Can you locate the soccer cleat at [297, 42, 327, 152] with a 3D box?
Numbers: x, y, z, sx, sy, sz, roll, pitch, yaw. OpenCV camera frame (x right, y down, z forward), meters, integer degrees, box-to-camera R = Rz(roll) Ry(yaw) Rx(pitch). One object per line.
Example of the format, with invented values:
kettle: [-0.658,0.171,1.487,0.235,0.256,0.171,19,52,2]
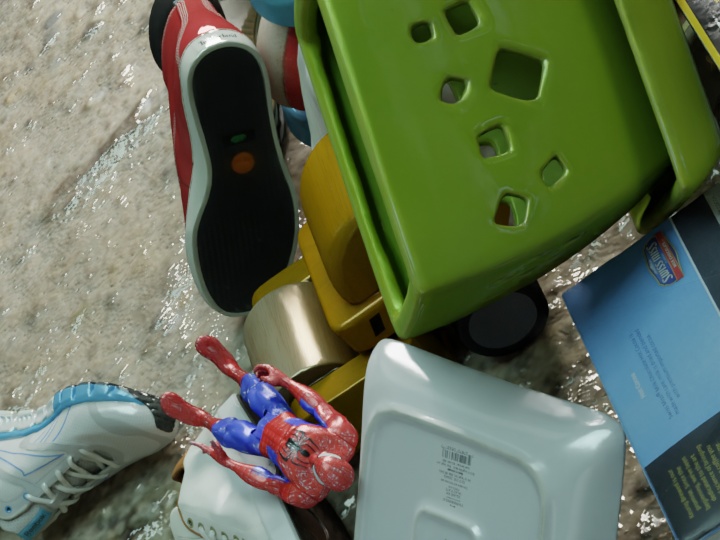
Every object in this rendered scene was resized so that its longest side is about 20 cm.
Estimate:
soccer cleat: [-0.002,-0.090,1.782,0.069,0.200,0.078,-16,57,-5]

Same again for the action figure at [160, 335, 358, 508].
action figure: [-0.055,0.090,1.676,0.065,0.052,0.200,-54,33,-6]

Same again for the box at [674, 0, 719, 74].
box: [0.233,-0.087,1.559,0.049,0.200,0.160,-33,41,10]

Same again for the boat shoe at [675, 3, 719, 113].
boat shoe: [0.202,-0.144,1.734,0.200,0.072,0.068,-48,39,-2]

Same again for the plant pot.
plant pot: [0.078,-0.091,1.557,0.181,0.199,0.200,-19,83,-4]

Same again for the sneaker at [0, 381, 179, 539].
sneaker: [-0.192,0.129,1.867,0.200,0.075,0.087,-19,54,40]

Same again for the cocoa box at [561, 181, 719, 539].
cocoa box: [0.213,0.071,1.499,0.131,0.133,0.200,-36,41,13]

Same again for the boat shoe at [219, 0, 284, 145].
boat shoe: [-0.092,-0.142,1.993,0.072,0.066,0.201,-13,48,-1]

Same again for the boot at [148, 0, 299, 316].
boot: [-0.094,-0.082,1.880,0.072,0.200,0.144,-11,27,-13]

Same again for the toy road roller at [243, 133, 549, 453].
toy road roller: [0.000,0.000,1.735,0.200,0.146,0.123,-36,41,13]

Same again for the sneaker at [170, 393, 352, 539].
sneaker: [-0.062,0.156,1.727,0.085,0.073,0.200,-45,28,7]

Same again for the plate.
plate: [0.055,0.154,1.564,0.199,0.032,0.200,19,108,48]

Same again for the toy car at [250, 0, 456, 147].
toy car: [0.049,-0.166,1.850,0.200,0.184,0.177,15,65,15]
